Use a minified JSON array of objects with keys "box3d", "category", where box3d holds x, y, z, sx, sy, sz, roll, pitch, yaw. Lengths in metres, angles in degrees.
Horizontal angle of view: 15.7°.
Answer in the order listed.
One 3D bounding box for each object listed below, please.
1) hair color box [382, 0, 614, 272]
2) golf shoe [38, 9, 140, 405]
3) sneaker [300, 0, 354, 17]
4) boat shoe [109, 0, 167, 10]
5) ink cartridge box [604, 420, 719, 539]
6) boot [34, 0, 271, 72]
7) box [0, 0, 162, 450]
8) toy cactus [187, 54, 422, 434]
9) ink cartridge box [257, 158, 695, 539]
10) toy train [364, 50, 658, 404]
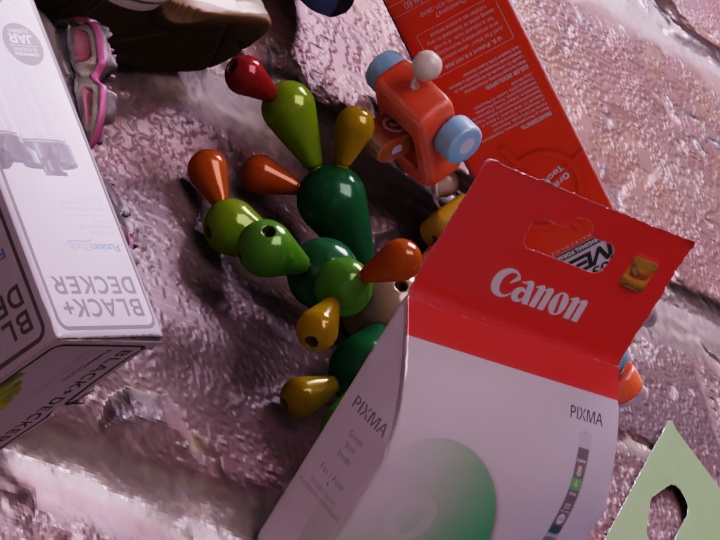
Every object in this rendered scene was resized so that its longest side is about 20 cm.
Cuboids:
[{"box3d":[0.072,-0.088,1.369,0.201,0.061,0.102,61,5,-18],"category":"hair color box"},{"box3d":[-0.145,-0.030,1.076,0.091,0.073,0.201,11,45,-27],"category":"golf shoe"},{"box3d":[-0.065,-0.222,1.378,0.078,0.066,0.201,-19,85,-28],"category":"sneaker"},{"box3d":[-0.120,-0.206,1.141,0.074,0.062,0.201,1,52,-44],"category":"boat shoe"},{"box3d":[0.223,0.184,1.425,0.201,0.048,0.146,55,31,-9],"category":"ink cartridge box"},{"box3d":[-0.132,-0.177,1.218,0.200,0.072,0.156,5,59,-60],"category":"boot"},{"box3d":[-0.164,-0.036,0.998,0.060,0.116,0.201,2,62,-54],"category":"box"},{"box3d":[0.000,0.000,1.241,0.165,0.102,0.201,31,30,-53],"category":"toy cactus"},{"box3d":[0.064,0.064,1.163,0.160,0.201,0.050,18,20,-47],"category":"ink cartridge box"},{"box3d":[0.061,-0.010,1.295,0.200,0.055,0.151,47,-18,27],"category":"toy train"}]
